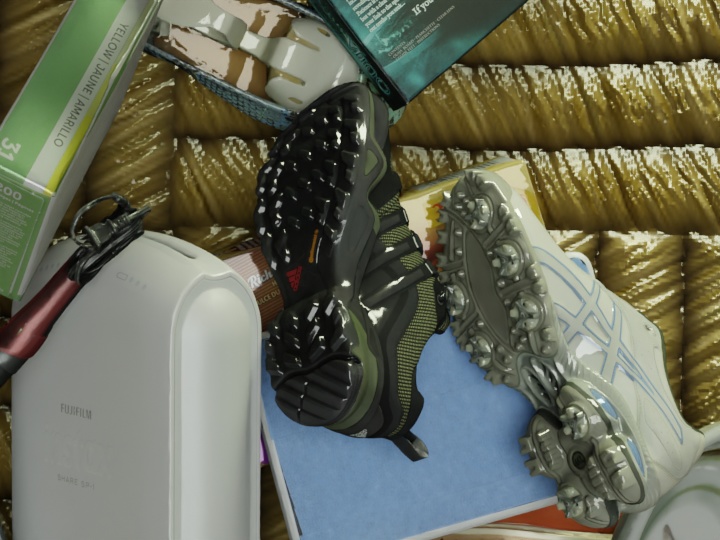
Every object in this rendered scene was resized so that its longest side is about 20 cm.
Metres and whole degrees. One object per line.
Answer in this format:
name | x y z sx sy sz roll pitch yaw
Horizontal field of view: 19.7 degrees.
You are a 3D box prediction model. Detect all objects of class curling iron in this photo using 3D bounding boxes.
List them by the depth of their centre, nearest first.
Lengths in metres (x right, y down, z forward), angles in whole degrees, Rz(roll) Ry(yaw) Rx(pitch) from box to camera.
curling iron | -0.178 0.035 1.041 0.026 0.050 0.200 46 100 13

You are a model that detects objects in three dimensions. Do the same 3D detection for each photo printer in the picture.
photo printer | -0.120 0.080 1.086 0.069 0.166 0.201 -4 97 -40

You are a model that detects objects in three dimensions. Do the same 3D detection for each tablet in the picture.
tablet | 0.046 0.074 1.119 0.199 0.014 0.131 -14 84 -9

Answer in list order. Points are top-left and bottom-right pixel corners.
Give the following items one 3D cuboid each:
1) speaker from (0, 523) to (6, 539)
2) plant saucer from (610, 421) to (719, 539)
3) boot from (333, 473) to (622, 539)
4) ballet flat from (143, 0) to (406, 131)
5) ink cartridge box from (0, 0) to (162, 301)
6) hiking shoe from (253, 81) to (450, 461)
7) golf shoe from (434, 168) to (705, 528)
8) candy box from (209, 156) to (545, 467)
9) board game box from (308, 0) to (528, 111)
speaker | -0.234 0.132 1.103 0.081 0.081 0.201 -19 92 -7
plant saucer | 0.186 0.180 1.174 0.199 0.050 0.201 -8 102 -44
boot | 0.060 0.103 1.166 0.199 0.075 0.108 9 91 -18
ballet flat | -0.063 -0.123 1.123 0.199 0.074 0.075 21 92 -11
ink cartridge box | -0.139 -0.094 1.023 0.048 0.200 0.146 25 53 -5
hiking shoe | 0.000 0.000 1.088 0.101 0.075 0.201 31 52 -44
golf shoe | 0.111 0.034 1.103 0.097 0.078 0.201 -18 79 -38
candy box | 0.010 0.022 1.154 0.199 0.056 0.117 -18 97 -9
board game box | 0.052 -0.201 1.131 0.200 0.028 0.135 -40 97 -17
